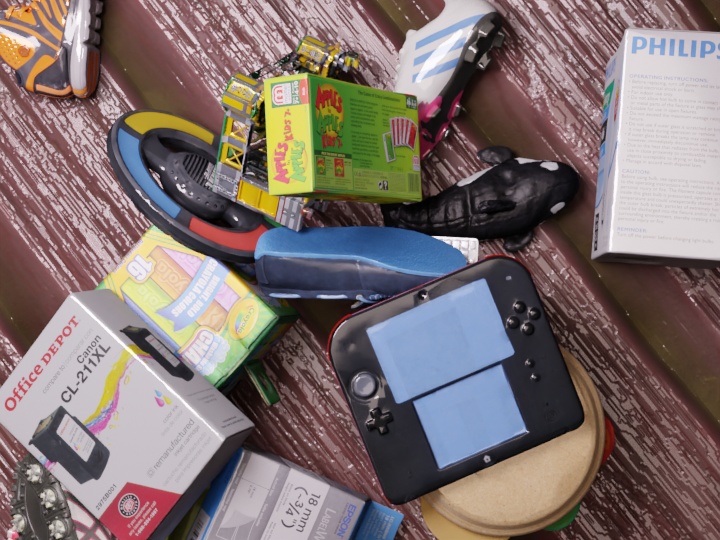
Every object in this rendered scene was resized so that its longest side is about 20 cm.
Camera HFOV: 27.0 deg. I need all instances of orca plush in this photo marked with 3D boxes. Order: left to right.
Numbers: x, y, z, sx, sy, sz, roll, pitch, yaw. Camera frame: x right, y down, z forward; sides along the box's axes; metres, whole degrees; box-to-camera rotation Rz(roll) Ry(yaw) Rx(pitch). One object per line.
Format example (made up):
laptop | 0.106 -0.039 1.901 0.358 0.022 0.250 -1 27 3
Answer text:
orca plush | 0.116 -0.074 1.479 0.198 0.071 0.106 4 89 6

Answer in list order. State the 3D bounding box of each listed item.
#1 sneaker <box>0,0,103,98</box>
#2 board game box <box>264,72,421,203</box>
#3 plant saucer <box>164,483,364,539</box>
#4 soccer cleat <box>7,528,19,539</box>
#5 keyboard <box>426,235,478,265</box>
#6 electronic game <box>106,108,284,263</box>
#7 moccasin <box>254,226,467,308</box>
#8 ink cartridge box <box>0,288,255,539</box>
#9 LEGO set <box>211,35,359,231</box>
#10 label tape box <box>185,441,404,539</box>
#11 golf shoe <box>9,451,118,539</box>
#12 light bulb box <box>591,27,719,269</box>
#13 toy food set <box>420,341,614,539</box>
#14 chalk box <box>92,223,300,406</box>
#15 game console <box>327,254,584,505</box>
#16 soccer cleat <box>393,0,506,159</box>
sneaker | -0.322 -0.279 1.530 0.111 0.078 0.202 5 89 5
board game box | -0.012 -0.116 1.371 0.047 0.199 0.103 -4 88 30
plant saucer | -0.121 0.322 1.477 0.198 0.048 0.202 21 86 -18
soccer cleat | -0.291 0.220 1.469 0.076 0.067 0.201 20 64 -8
keyboard | 0.080 0.069 1.434 0.056 0.011 0.202 3 87 6
electronic game | -0.157 -0.083 1.452 0.200 0.200 0.042 43 116 5
moccasin | 0.000 0.000 1.418 0.198 0.081 0.069 7 123 3
ink cartridge box | -0.222 0.136 1.384 0.200 0.083 0.146 41 103 11
LEGO set | -0.047 -0.129 1.429 0.115 0.200 0.155 25 115 17
label tape box | -0.060 0.267 1.436 0.199 0.063 0.145 26 86 -17
golf shoe | -0.261 0.258 1.405 0.077 0.088 0.201 -38 73 32
light bulb box | 0.289 -0.107 1.398 0.124 0.198 0.202 4 88 4
toy food set | 0.136 0.152 1.400 0.196 0.049 0.202 -18 88 -3
chalk box | -0.146 0.051 1.479 0.200 0.125 0.124 43 94 5
game console | 0.084 0.096 1.359 0.199 0.031 0.178 -22 90 -3
soccer cleat | 0.063 -0.188 1.499 0.086 0.070 0.201 37 95 28
